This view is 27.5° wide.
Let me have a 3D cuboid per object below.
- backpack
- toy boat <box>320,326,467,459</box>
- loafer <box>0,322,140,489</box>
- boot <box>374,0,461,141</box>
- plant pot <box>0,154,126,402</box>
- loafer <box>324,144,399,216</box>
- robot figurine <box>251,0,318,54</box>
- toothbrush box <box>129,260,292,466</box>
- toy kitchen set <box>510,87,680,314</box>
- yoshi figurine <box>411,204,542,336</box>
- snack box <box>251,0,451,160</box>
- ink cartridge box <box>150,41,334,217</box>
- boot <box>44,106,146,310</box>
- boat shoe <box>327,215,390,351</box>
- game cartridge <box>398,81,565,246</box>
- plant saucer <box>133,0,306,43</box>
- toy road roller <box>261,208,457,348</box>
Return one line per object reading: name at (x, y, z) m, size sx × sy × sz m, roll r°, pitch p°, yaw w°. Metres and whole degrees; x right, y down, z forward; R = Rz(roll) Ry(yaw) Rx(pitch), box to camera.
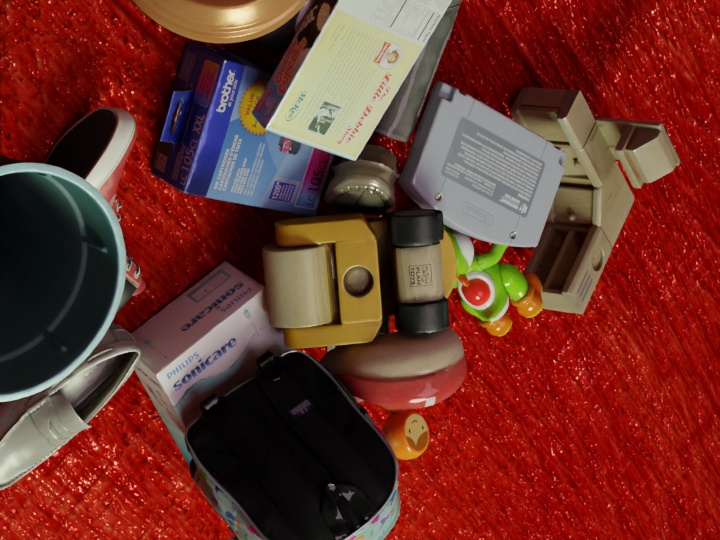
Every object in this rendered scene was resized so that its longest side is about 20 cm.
backpack at (-0.059, 0.205, 1.456) m, size 0.177 × 0.200 × 0.151 m, roll -35°, pitch 148°, yaw -22°
toy boat at (0.039, 0.131, 1.530) m, size 0.129 × 0.200 × 0.132 m, roll -13°, pitch 87°, yaw -18°
loafer at (-0.294, 0.134, 1.428) m, size 0.200 × 0.070 × 0.070 m, roll -50°, pitch 133°, yaw -10°
boot at (0.059, -0.234, 1.516) m, size 0.201 × 0.072 × 0.182 m, roll -61°, pitch 172°, yaw 3°
plant pot at (-0.331, -0.020, 1.239) m, size 0.199 × 0.195 × 0.202 m, roll -17°, pitch 119°, yaw -33°
loafer at (0.003, -0.098, 1.526) m, size 0.075 × 0.200 × 0.069 m, roll 5°, pitch 87°, yaw 0°
robot figurine at (-0.042, -0.261, 1.423) m, size 0.199 × 0.125 × 0.151 m, roll 16°, pitch 115°, yaw -41°
toothbrush box at (-0.139, 0.118, 1.540) m, size 0.146 × 0.085 × 0.201 m, roll -39°, pitch 130°, yaw -19°
toy kitchen set at (0.259, -0.079, 1.699) m, size 0.200 × 0.162 × 0.182 m, roll 52°, pitch 57°, yaw -42°
yoshi figurine at (0.117, -0.014, 1.682) m, size 0.200 × 0.111 × 0.113 m, roll 36°, pitch 74°, yaw -37°
snack box at (-0.004, -0.206, 1.373) m, size 0.115 × 0.037 × 0.201 m, roll 16°, pitch 115°, yaw -40°
ink cartridge box at (-0.119, -0.139, 1.449) m, size 0.199 × 0.076 × 0.138 m, roll 9°, pitch 104°, yaw -40°
boot at (-0.239, -0.048, 1.394) m, size 0.144 × 0.072 × 0.201 m, roll 25°, pitch 101°, yaw -44°
boat shoe at (0.004, 0.037, 1.624) m, size 0.073 × 0.060 × 0.202 m, roll -15°, pitch 127°, yaw -35°
game cartridge at (0.132, -0.105, 1.598) m, size 0.199 × 0.040 × 0.135 m, roll 24°, pitch 81°, yaw -36°
plant saucer at (-0.125, -0.305, 1.311) m, size 0.198 × 0.037 × 0.203 m, roll 1°, pitch 84°, yaw -9°
toy road roller at (0.000, 0.000, 1.509) m, size 0.197 × 0.146 × 0.124 m, roll -5°, pitch 99°, yaw -4°
